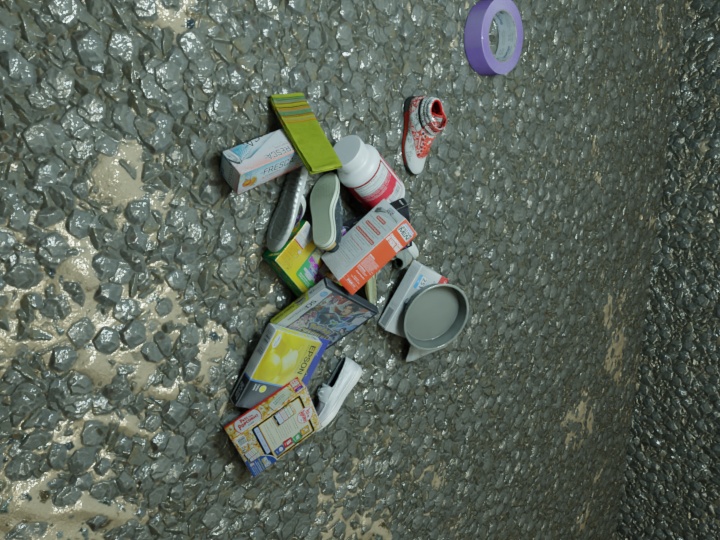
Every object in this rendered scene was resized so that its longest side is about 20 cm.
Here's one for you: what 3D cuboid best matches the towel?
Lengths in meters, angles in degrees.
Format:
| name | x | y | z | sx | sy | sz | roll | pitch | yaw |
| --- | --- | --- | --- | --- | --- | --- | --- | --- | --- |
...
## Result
| name | x | y | z | sx | sy | sz | roll | pitch | yaw |
| --- | --- | --- | --- | --- | --- | --- | --- | --- | --- |
| towel | -0.114 | -0.293 | 1.220 | 0.085 | 0.018 | 0.202 | -19 | 71 | -31 |

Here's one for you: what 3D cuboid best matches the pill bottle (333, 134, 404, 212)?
| name | x | y | z | sx | sy | sz | roll | pitch | yaw |
| --- | --- | --- | --- | --- | --- | --- | --- | --- | --- |
| pill bottle | 0.016 | -0.224 | 1.374 | 0.200 | 0.111 | 0.113 | 42 | 72 | -47 |

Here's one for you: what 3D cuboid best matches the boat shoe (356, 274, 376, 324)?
| name | x | y | z | sx | sy | sz | roll | pitch | yaw |
| --- | --- | --- | --- | --- | --- | --- | --- | --- | --- |
| boat shoe | 0.012 | 0.042 | 1.428 | 0.063 | 0.072 | 0.204 | -35 | 134 | -41 |

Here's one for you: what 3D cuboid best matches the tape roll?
| name | x | y | z | sx | sy | sz | roll | pitch | yaw |
| --- | --- | --- | --- | --- | --- | --- | --- | --- | --- |
| tape roll | 0.380 | -0.662 | 1.650 | 0.198 | 0.065 | 0.204 | -13 | 110 | -40 |

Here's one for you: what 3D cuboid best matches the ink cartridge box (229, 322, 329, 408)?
| name | x | y | z | sx | sy | sz | roll | pitch | yaw |
| --- | --- | --- | --- | --- | --- | --- | --- | --- | --- |
| ink cartridge box | -0.174 | 0.235 | 1.344 | 0.198 | 0.047 | 0.200 | 23 | 98 | -42 |

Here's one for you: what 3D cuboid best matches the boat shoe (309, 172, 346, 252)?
| name | x | y | z | sx | sy | sz | roll | pitch | yaw |
| --- | --- | --- | --- | --- | --- | --- | --- | --- | --- |
| boat shoe | -0.073 | -0.131 | 1.324 | 0.062 | 0.073 | 0.203 | 44 | 39 | -55 |

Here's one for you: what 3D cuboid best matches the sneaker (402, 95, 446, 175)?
| name | x | y | z | sx | sy | sz | roll | pitch | yaw |
| --- | --- | --- | --- | --- | --- | --- | --- | --- | --- |
| sneaker | 0.166 | -0.345 | 1.499 | 0.067 | 0.107 | 0.205 | -16 | 111 | -39 |

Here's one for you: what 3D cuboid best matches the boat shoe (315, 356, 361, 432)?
| name | x | y | z | sx | sy | sz | roll | pitch | yaw |
| --- | --- | --- | --- | --- | --- | --- | --- | --- | --- |
| boat shoe | -0.075 | 0.310 | 1.471 | 0.068 | 0.072 | 0.201 | 42 | 77 | -18 |

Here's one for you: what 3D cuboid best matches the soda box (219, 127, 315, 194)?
| name | x | y | z | sx | sy | sz | roll | pitch | yaw |
| --- | --- | --- | --- | --- | --- | --- | --- | --- | --- |
| soda box | -0.191 | -0.236 | 1.207 | 0.199 | 0.069 | 0.064 | -32 | 162 | -34 |

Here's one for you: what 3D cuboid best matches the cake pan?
| name | x | y | z | sx | sy | sz | roll | pitch | yaw |
| --- | --- | --- | --- | --- | --- | --- | --- | --- | --- |
| cake pan | 0.201 | 0.122 | 1.581 | 0.197 | 0.037 | 0.204 | -9 | 116 | -18 |

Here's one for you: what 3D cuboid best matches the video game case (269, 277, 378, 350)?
| name | x | y | z | sx | sy | sz | roll | pitch | yaw |
| --- | --- | --- | --- | --- | --- | --- | --- | --- | --- |
| video game case | -0.082 | 0.108 | 1.355 | 0.180 | 0.026 | 0.199 | -36 | 140 | 21 |

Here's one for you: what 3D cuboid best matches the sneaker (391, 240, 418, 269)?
| name | x | y | z | sx | sy | sz | roll | pitch | yaw |
| --- | --- | --- | --- | --- | --- | --- | --- | --- | --- |
| sneaker | 0.085 | -0.079 | 1.517 | 0.080 | 0.074 | 0.201 | -50 | 129 | -15 |

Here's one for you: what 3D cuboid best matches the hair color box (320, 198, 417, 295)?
| name | x | y | z | sx | sy | sz | roll | pitch | yaw |
| --- | --- | --- | --- | --- | --- | --- | --- | --- | --- |
| hair color box | 0.017 | -0.055 | 1.306 | 0.200 | 0.111 | 0.064 | -43 | 130 | 2 |

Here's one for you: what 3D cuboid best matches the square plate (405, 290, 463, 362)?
| name | x | y | z | sx | sy | sz | roll | pitch | yaw |
| --- | --- | --- | --- | --- | --- | --- | --- | --- | --- |
| square plate | 0.224 | 0.166 | 1.691 | 0.198 | 0.028 | 0.201 | -12 | 124 | -46 |

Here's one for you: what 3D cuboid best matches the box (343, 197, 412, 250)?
| name | x | y | z | sx | sy | sz | roll | pitch | yaw |
| --- | --- | --- | --- | --- | --- | --- | --- | --- | --- |
| box | 0.030 | -0.079 | 1.409 | 0.198 | 0.036 | 0.144 | -25 | 139 | -11 |

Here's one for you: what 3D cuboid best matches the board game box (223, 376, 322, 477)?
| name | x | y | z | sx | sy | sz | roll | pitch | yaw |
| --- | --- | --- | --- | --- | --- | --- | --- | --- | --- |
| board game box | -0.195 | 0.362 | 1.340 | 0.198 | 0.046 | 0.153 | -32 | 131 | -20 |

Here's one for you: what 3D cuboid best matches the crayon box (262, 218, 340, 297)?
| name | x | y | z | sx | sy | sz | roll | pitch | yaw |
| --- | --- | --- | --- | --- | --- | --- | --- | --- | --- |
| crayon box | -0.123 | -0.008 | 1.348 | 0.119 | 0.058 | 0.201 | -52 | 130 | -20 |

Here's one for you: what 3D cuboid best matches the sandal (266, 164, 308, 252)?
| name | x | y | z | sx | sy | sz | roll | pitch | yaw |
| --- | --- | --- | --- | --- | --- | --- | --- | --- | --- |
| sandal | -0.148 | -0.134 | 1.276 | 0.049 | 0.082 | 0.206 | 22 | 84 | -39 |

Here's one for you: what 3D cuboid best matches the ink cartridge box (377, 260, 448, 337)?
| name | x | y | z | sx | sy | sz | roll | pitch | yaw |
| --- | --- | --- | --- | --- | --- | --- | --- | --- | --- |
| ink cartridge box | 0.161 | 0.092 | 1.616 | 0.175 | 0.045 | 0.202 | 24 | 99 | -42 |
